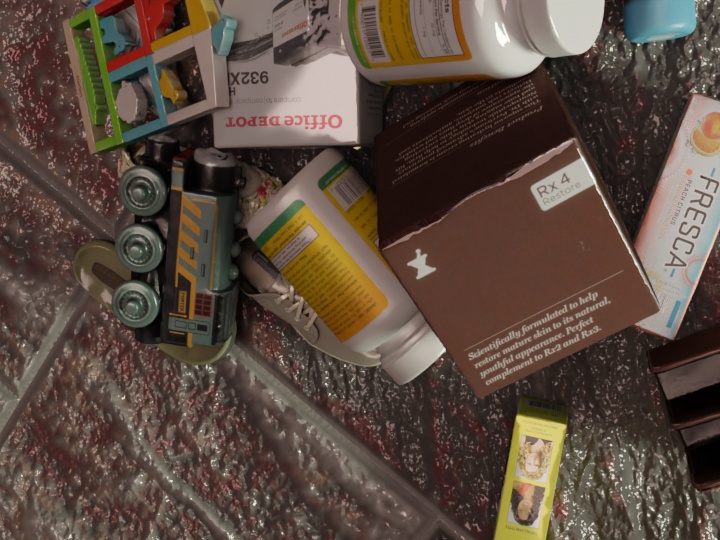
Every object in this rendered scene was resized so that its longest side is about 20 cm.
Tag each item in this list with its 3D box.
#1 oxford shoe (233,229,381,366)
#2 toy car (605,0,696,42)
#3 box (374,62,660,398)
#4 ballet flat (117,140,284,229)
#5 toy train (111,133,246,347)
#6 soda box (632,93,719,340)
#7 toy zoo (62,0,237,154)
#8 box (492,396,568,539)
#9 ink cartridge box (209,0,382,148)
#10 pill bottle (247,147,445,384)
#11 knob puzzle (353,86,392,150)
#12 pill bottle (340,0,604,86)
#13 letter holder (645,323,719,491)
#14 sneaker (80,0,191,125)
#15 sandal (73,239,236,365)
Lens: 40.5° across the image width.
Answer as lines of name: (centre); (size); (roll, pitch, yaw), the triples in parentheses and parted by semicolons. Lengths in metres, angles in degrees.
oxford shoe: (-0.053, 0.029, 0.952); (0.199, 0.058, 0.076); (36, 99, 7)
toy car: (0.191, -0.285, 0.780); (0.173, 0.200, 0.189); (-3, 94, 15)
box: (0.118, -0.045, 0.797); (0.164, 0.201, 0.165); (-27, 118, 16)
ballet flat: (-0.155, -0.088, 0.956); (0.196, 0.076, 0.065); (12, 141, 13)
toy train: (-0.166, -0.023, 0.912); (0.112, 0.085, 0.204); (8, 106, 2)
soda box: (0.278, -0.046, 0.847); (0.063, 0.068, 0.203); (22, 101, 12)
toy zoo: (-0.188, -0.195, 0.890); (0.197, 0.020, 0.134); (-14, 89, 33)
box: (0.152, 0.226, 0.908); (0.049, 0.075, 0.204); (10, 97, 12)
ink cartridge box: (-0.058, -0.213, 0.883); (0.142, 0.084, 0.205); (1, 98, 16)
pill bottle: (0.000, 0.000, 0.883); (0.112, 0.113, 0.200); (-41, 94, 15)
knob puzzle: (-0.037, -0.243, 0.935); (0.215, 0.030, 0.225); (2, 96, 15)
pill bottle: (0.087, -0.208, 0.777); (0.198, 0.110, 0.114); (7, 98, 43)
letter holder: (0.349, 0.091, 0.803); (0.197, 0.142, 0.102); (-23, 90, 16)
sneaker: (-0.209, -0.241, 0.963); (0.086, 0.075, 0.202); (-30, 87, 10)
sandal: (-0.218, 0.037, 0.997); (0.198, 0.057, 0.081); (26, 102, 11)
